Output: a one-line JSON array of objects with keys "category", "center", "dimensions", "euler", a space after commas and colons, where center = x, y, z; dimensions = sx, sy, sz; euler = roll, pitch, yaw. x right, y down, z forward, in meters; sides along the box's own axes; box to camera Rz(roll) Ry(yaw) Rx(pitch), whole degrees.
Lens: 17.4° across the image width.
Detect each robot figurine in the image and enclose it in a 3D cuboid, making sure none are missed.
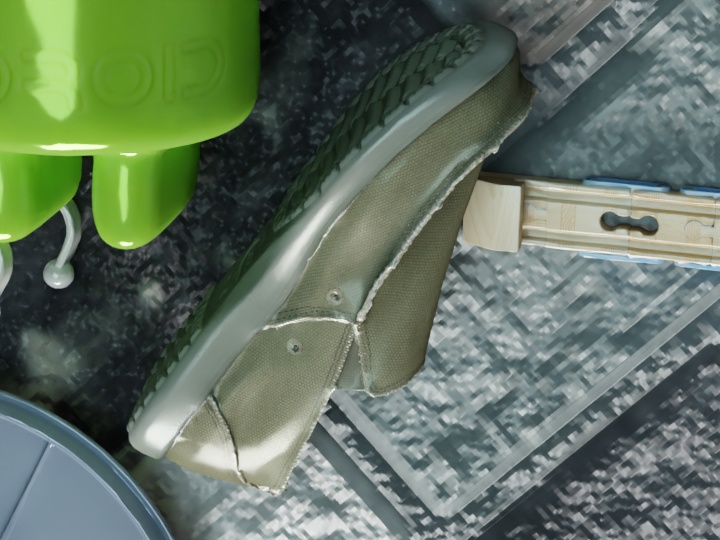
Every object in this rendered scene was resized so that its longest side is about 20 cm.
[{"category": "robot figurine", "center": [-0.090, -0.112, 0.761], "dimensions": [0.174, 0.116, 0.202], "euler": [3, 106, 12]}]

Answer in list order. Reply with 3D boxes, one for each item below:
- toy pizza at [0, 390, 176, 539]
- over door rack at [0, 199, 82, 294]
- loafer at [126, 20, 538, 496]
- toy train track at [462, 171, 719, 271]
[{"category": "toy pizza", "center": [-0.149, 0.134, 0.894], "dimensions": [0.199, 0.032, 0.202], "euler": [5, 107, 15]}, {"category": "over door rack", "center": [-0.213, 0.003, 0.813], "dimensions": [0.198, 0.148, 0.067], "euler": [4, 101, 14]}, {"category": "loafer", "center": [0.000, 0.000, 0.800], "dimensions": [0.069, 0.075, 0.200], "euler": [36, 117, -10]}, {"category": "toy train track", "center": [0.129, -0.009, 0.776], "dimensions": [0.198, 0.033, 0.116], "euler": [7, 107, 14]}]
